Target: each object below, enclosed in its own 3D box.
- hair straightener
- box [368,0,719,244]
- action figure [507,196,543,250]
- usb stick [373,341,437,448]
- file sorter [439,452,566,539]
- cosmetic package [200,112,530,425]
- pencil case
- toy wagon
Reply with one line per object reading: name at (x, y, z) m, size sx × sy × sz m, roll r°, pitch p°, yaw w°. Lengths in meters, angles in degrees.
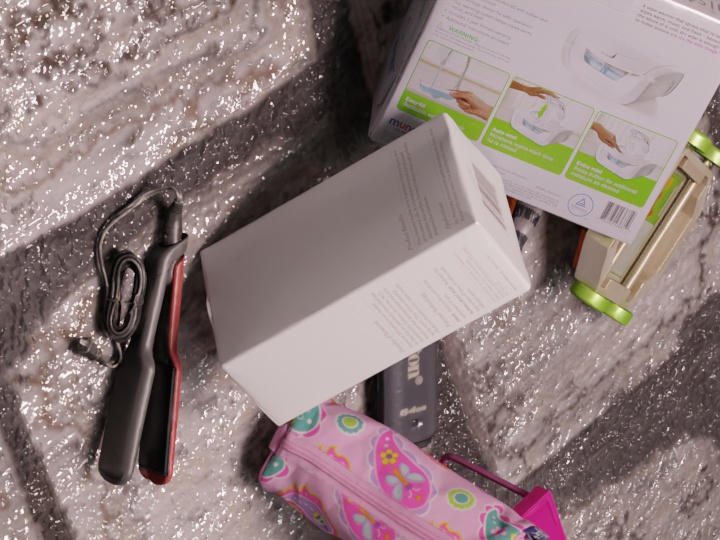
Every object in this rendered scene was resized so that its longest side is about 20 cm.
hair straightener at (-0.146, 0.043, 1.496) m, size 0.077 × 0.041 × 0.202 m, roll 1°, pitch 104°, yaw -43°
box at (0.130, -0.142, 1.544) m, size 0.199 × 0.097 × 0.177 m, roll 21°, pitch 118°, yaw -9°
action figure at (0.156, -0.085, 1.694) m, size 0.194 × 0.104 × 0.200 m, roll -46°, pitch 129°, yaw -8°
usb stick at (0.032, 0.036, 1.665) m, size 0.055 × 0.032 × 0.202 m, roll -17°, pitch 116°, yaw -39°
file sorter at (0.048, 0.252, 1.690) m, size 0.200 × 0.125 × 0.140 m, roll -40°, pitch 129°, yaw -25°
cosmetic package at (0.000, 0.000, 1.503) m, size 0.199 × 0.113 × 0.081 m, roll -29°, pitch 133°, yaw 17°
pencil case at (0.028, 0.165, 1.589) m, size 0.087 × 0.199 × 0.088 m, roll -47°, pitch 157°, yaw -27°
toy wagon at (0.213, -0.041, 1.748) m, size 0.156 × 0.039 × 0.200 m, roll -58°, pitch 157°, yaw 4°
